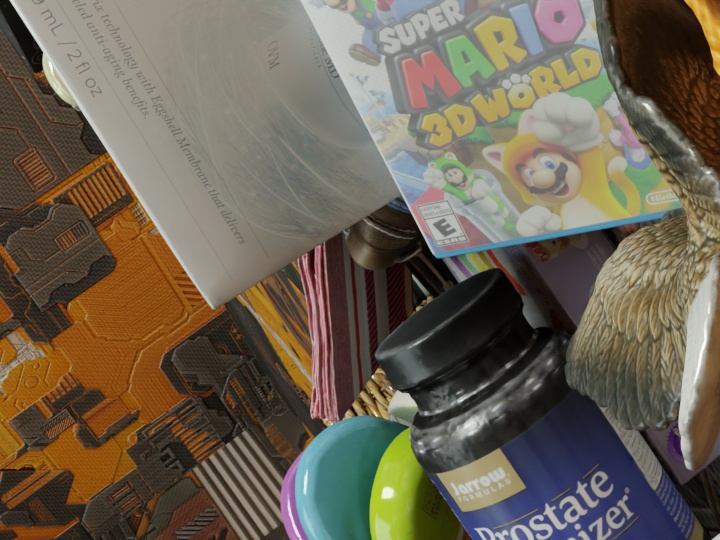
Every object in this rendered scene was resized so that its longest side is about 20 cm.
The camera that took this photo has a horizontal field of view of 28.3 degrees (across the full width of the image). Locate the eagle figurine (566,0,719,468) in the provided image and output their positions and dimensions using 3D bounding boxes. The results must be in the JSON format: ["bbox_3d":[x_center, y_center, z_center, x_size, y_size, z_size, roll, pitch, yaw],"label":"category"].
[{"bbox_3d":[0.123,-0.017,0.477,0.151,0.152,0.200,35,180,-41],"label":"eagle figurine"}]

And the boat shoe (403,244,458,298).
[{"bbox_3d":[0.095,0.043,1.034,0.201,0.060,0.074,57,169,-13],"label":"boat shoe"}]

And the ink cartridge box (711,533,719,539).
[{"bbox_3d":[0.271,0.223,0.726,0.201,0.085,0.148,60,169,-20],"label":"ink cartridge box"}]

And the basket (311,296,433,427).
[{"bbox_3d":[0.080,0.145,1.166,0.200,0.149,0.143,48,176,39],"label":"basket"}]

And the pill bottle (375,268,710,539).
[{"bbox_3d":[0.098,0.104,0.791,0.201,0.112,0.112,55,171,-7],"label":"pill bottle"}]

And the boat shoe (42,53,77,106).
[{"bbox_3d":[-0.116,-0.176,0.924,0.074,0.200,0.066,55,153,-11],"label":"boat shoe"}]

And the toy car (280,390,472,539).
[{"bbox_3d":[0.024,0.156,0.916,0.149,0.176,0.200,10,160,22],"label":"toy car"}]

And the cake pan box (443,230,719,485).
[{"bbox_3d":[0.130,0.035,0.877,0.201,0.052,0.184,55,172,-7],"label":"cake pan box"}]

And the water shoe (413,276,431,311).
[{"bbox_3d":[0.025,0.030,1.280,0.072,0.079,0.200,52,170,14],"label":"water shoe"}]

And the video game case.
[{"bbox_3d":[0.056,-0.095,0.598,0.142,0.018,0.201,-10,126,29],"label":"video game case"}]

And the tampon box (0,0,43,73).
[{"bbox_3d":[-0.183,-0.259,0.939,0.126,0.199,0.150,51,170,17],"label":"tampon box"}]

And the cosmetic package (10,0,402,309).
[{"bbox_3d":[-0.044,-0.128,0.675,0.200,0.199,0.123,60,177,-31],"label":"cosmetic package"}]

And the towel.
[{"bbox_3d":[0.000,0.000,0.989,0.200,0.023,0.145,-49,-42,-64],"label":"towel"}]

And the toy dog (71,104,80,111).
[{"bbox_3d":[-0.186,-0.252,1.135,0.193,0.139,0.201,-29,85,44],"label":"toy dog"}]

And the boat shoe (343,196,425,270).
[{"bbox_3d":[0.019,-0.047,0.882,0.072,0.073,0.200,29,-167,5],"label":"boat shoe"}]
